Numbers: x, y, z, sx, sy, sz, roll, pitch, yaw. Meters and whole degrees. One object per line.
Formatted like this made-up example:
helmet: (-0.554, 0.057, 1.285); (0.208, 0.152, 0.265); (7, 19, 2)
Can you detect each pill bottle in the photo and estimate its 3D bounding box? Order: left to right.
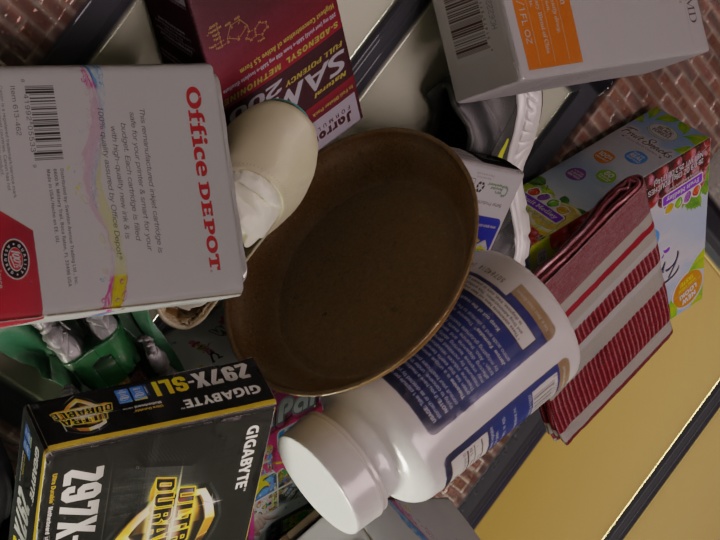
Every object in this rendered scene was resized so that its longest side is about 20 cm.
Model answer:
pill bottle: (0.044, 0.085, 1.570); (0.200, 0.111, 0.111); (-38, 138, -21)

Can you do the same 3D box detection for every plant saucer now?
plant saucer: (0.000, 0.000, 1.540); (0.201, 0.200, 0.035); (-52, 135, -4)

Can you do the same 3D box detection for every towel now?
towel: (0.181, 0.033, 1.792); (0.144, 0.023, 0.201); (-43, 144, -18)

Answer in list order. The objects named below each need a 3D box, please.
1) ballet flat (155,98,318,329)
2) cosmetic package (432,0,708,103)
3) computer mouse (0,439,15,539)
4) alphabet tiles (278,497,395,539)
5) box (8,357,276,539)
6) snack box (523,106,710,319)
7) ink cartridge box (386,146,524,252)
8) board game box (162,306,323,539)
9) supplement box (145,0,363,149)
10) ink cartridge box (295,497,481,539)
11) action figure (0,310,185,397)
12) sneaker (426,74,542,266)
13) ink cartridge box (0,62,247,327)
ballet flat: (-0.085, -0.028, 1.476); (0.069, 0.070, 0.200); (-18, 157, -37)
cosmetic package: (0.148, -0.184, 1.637); (0.199, 0.071, 0.102); (-13, 89, -41)
computer mouse: (-0.257, 0.143, 1.494); (0.138, 0.053, 0.201); (-37, 138, -21)
alphabet tiles: (-0.038, 0.223, 1.746); (0.167, 0.008, 0.200); (-40, 160, 4)
box: (-0.148, 0.155, 1.522); (0.159, 0.049, 0.201); (-9, 137, -24)
snack box: (0.186, -0.010, 1.836); (0.199, 0.068, 0.170); (-29, 135, -28)
ink cartridge box: (0.038, 0.009, 1.626); (0.094, 0.037, 0.201); (9, 107, -49)
board game box: (-0.078, 0.117, 1.655); (0.147, 0.064, 0.201); (-26, 132, -32)
supplement box: (-0.071, -0.154, 1.473); (0.109, 0.061, 0.201); (-37, 139, -22)
ink cartridge box: (0.017, 0.266, 1.712); (0.145, 0.145, 0.200); (-42, 159, 17)
action figure: (-0.166, 0.056, 1.498); (0.118, 0.055, 0.200); (-33, 130, 3)
sneaker: (0.075, -0.062, 1.692); (0.084, 0.074, 0.201); (-11, 115, -34)
ink cartridge box: (-0.175, -0.043, 1.375); (0.199, 0.083, 0.147); (-5, 86, -44)
